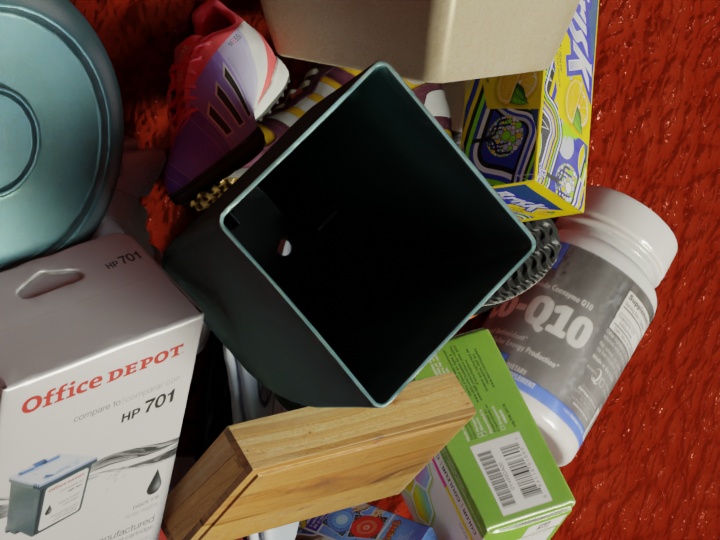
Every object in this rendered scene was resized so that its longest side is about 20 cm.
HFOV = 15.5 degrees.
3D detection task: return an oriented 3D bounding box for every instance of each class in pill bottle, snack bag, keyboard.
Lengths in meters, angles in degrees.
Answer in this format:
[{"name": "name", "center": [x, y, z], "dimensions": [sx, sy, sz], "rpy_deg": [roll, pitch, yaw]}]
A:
[{"name": "pill bottle", "center": [0.160, 0.041, 2.058], "dimensions": [0.201, 0.113, 0.114], "rpy_deg": [-59, 143, -20]}, {"name": "snack bag", "center": [-0.058, 0.085, 1.786], "dimensions": [0.200, 0.021, 0.190], "rpy_deg": [-72, 158, -61]}, {"name": "keyboard", "center": [-0.102, 0.070, 1.742], "dimensions": [0.104, 0.039, 0.201], "rpy_deg": [70, 25, -69]}]

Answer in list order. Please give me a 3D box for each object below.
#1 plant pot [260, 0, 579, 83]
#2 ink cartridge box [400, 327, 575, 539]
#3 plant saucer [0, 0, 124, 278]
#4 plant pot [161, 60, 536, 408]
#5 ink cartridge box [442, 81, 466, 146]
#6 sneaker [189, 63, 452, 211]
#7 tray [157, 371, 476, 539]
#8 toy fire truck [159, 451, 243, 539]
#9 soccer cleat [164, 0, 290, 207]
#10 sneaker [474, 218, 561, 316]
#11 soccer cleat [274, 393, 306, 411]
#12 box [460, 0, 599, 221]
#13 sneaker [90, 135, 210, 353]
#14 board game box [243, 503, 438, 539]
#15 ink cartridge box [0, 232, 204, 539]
[{"name": "plant pot", "center": [0.041, -0.219, 1.694], "dimensions": [0.199, 0.199, 0.178], "rpy_deg": [-12, 110, -51]}, {"name": "ink cartridge box", "center": [0.063, 0.159, 1.907], "dimensions": [0.075, 0.148, 0.200], "rpy_deg": [-15, 155, -25]}, {"name": "plant saucer", "center": [-0.216, -0.074, 1.509], "dimensions": [0.199, 0.027, 0.202], "rpy_deg": [-8, 103, -35]}, {"name": "plant pot", "center": [-0.027, -0.010, 1.556], "dimensions": [0.141, 0.200, 0.141], "rpy_deg": [-45, 101, -21]}, {"name": "ink cartridge box", "center": [0.055, -0.109, 1.872], "dimensions": [0.144, 0.084, 0.201], "rpy_deg": [16, 91, -54]}, {"name": "sneaker", "center": [-0.036, -0.093, 1.748], "dimensions": [0.199, 0.075, 0.091], "rpy_deg": [-7, 74, -22]}, {"name": "tray", "center": [-0.026, 0.122, 1.671], "dimensions": [0.199, 0.037, 0.099], "rpy_deg": [-12, 152, -45]}, {"name": "toy fire truck", "center": [-0.139, 0.199, 1.736], "dimensions": [0.200, 0.112, 0.169], "rpy_deg": [7, 75, -55]}, {"name": "soccer cleat", "center": [-0.095, -0.103, 1.627], "dimensions": [0.073, 0.068, 0.200], "rpy_deg": [53, 22, -16]}, {"name": "sneaker", "center": [0.042, 0.016, 1.819], "dimensions": [0.199, 0.090, 0.070], "rpy_deg": [-30, 88, -16]}, {"name": "soccer cleat", "center": [0.000, 0.000, 1.712], "dimensions": [0.073, 0.068, 0.201], "rpy_deg": [8, 106, -85]}, {"name": "box", "center": [0.115, -0.139, 1.782], "dimensions": [0.070, 0.064, 0.201], "rpy_deg": [29, 60, -51]}, {"name": "sneaker", "center": [-0.145, -0.020, 1.640], "dimensions": [0.200, 0.075, 0.115], "rpy_deg": [27, 85, -52]}, {"name": "board game box", "center": [-0.051, 0.243, 1.833], "dimensions": [0.200, 0.135, 0.035], "rpy_deg": [-53, 140, -25]}, {"name": "ink cartridge box", "center": [-0.185, 0.094, 1.558], "dimensions": [0.146, 0.086, 0.201], "rpy_deg": [-21, 142, -35]}]
